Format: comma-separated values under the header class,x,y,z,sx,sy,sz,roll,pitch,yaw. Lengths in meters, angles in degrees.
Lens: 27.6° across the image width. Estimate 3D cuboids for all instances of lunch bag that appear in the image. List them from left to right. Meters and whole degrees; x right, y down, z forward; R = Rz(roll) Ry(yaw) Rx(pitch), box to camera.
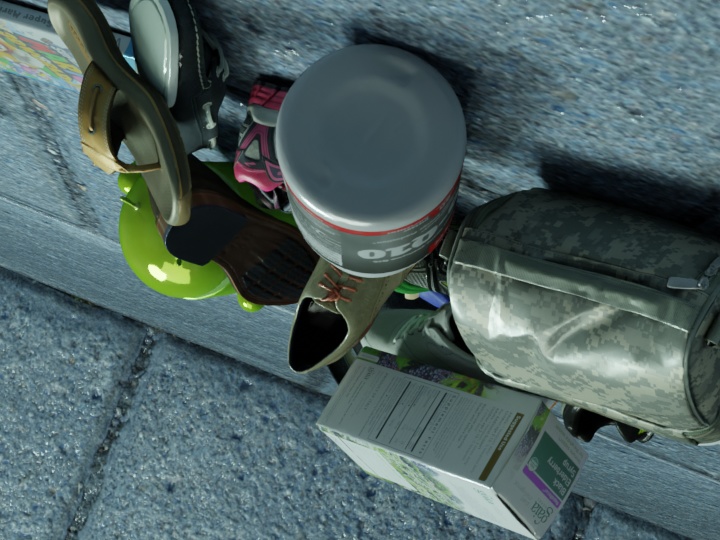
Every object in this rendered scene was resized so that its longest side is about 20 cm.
class,x,y,z,sx,sy,sz,roll,pitch,yaw
lunch bag,0.168,0.026,0.988,0.199,0.140,0.168,17,175,28

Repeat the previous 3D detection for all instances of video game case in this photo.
class,x,y,z,sx,sy,sz,roll,pitch,yaw
video game case,-0.231,-0.168,1.147,0.199,0.018,0.143,18,168,18

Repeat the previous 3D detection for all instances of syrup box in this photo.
class,x,y,z,sx,sy,sz,roll,pitch,yaw
syrup box,0.068,0.129,1.127,0.200,0.082,0.079,12,153,47

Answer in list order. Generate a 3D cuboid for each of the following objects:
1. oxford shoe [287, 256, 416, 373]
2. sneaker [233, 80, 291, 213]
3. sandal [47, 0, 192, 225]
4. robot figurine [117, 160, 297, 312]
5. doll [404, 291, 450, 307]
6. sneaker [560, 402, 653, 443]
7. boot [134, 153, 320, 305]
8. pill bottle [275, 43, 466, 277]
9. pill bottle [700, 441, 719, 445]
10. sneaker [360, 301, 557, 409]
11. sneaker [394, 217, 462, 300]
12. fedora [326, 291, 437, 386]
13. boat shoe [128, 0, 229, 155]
class,x,y,z,sx,sy,sz,roll,pitch,yaw
oxford shoe,0.000,0.000,1.101,0.070,0.201,0.075,28,-147,8
sneaker,-0.048,-0.073,1.106,0.080,0.075,0.200,17,170,22
sandal,-0.167,-0.104,0.963,0.200,0.054,0.080,56,158,22
robot figurine,-0.129,-0.036,1.259,0.175,0.116,0.200,45,-162,15
doll,0.136,0.054,1.308,0.200,0.049,0.136,30,-165,21
sneaker,0.260,0.110,1.301,0.199,0.088,0.074,-12,146,36
boot,-0.099,-0.041,1.138,0.200,0.075,0.097,34,-160,-56
pill bottle,0.008,-0.060,0.947,0.113,0.114,0.200,20,170,5
pill bottle,0.252,0.073,1.157,0.200,0.109,0.109,28,168,-31
sneaker,0.071,0.051,1.185,0.199,0.076,0.092,12,148,41
sneaker,0.086,-0.012,1.193,0.199,0.078,0.085,18,167,-39
fedora,0.057,0.054,1.413,0.200,0.201,0.092,20,136,6
boat shoe,-0.120,-0.133,0.987,0.060,0.076,0.200,-16,168,-16
